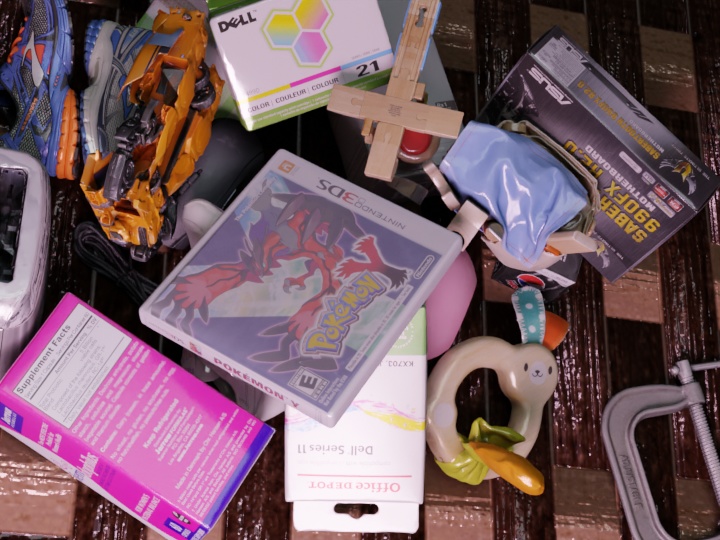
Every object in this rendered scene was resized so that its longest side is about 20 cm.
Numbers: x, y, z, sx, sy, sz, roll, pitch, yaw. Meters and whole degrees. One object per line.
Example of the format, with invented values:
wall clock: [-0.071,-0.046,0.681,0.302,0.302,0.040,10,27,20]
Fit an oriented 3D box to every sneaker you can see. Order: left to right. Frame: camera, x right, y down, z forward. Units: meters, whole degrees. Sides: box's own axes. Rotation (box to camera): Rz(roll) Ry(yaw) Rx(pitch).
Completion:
sneaker: [-0.293,-0.177,1.157,0.078,0.075,0.202,-3,68,-15]
sneaker: [-0.202,-0.142,1.149,0.084,0.077,0.202,-1,61,-6]
sneaker: [-0.115,0.039,1.099,0.099,0.075,0.201,-25,96,-22]

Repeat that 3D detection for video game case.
video game case: [-0.044,0.006,1.030,0.181,0.023,0.200,26,58,18]

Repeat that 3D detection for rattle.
rattle: [0.151,0.096,1.141,0.200,0.143,0.131,-38,91,-24]

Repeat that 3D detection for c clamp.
c clamp: [0.312,0.178,1.228,0.169,0.027,0.202,0,68,-18]

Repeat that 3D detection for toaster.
toaster: [-0.306,-0.016,1.052,0.113,0.129,0.202,10,65,-15]

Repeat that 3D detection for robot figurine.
robot figurine: [-0.170,-0.109,1.071,0.058,0.145,0.201,13,62,14]

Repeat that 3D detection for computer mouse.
computer mouse: [-0.142,-0.044,1.152,0.200,0.046,0.141,-42,86,-20]

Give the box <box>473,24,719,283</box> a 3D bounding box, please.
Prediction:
box: [0.201,-0.100,1.163,0.200,0.158,0.048,45,61,3]

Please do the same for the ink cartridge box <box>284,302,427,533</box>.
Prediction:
ink cartridge box: [-0.004,0.125,1.067,0.116,0.067,0.202,0,95,1]

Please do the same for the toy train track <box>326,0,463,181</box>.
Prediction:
toy train track: [0.042,-0.171,1.108,0.114,0.033,0.202,14,81,10]

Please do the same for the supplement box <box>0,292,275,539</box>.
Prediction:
supplement box: [-0.185,0.124,1.048,0.199,0.101,0.104,35,63,-1]

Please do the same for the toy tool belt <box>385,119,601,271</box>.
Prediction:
toy tool belt: [0.111,-0.076,1.111,0.199,0.123,0.125,33,94,-1]

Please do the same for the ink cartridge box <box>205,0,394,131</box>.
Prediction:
ink cartridge box: [-0.067,-0.244,1.131,0.147,0.076,0.201,-19,109,-2]

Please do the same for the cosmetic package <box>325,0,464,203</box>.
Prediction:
cosmetic package: [0.024,-0.169,1.248,0.106,0.090,0.202,-13,76,-19]

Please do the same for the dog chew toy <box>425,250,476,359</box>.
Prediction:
dog chew toy: [0.000,0.000,1.154,0.199,0.125,0.125,23,63,1]

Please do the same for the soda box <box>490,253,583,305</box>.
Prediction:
soda box: [0.193,-0.073,1.274,0.070,0.063,0.201,23,64,-7]

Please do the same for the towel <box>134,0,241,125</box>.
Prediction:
towel: [-0.108,-0.241,1.212,0.149,0.031,0.200,41,98,3]
